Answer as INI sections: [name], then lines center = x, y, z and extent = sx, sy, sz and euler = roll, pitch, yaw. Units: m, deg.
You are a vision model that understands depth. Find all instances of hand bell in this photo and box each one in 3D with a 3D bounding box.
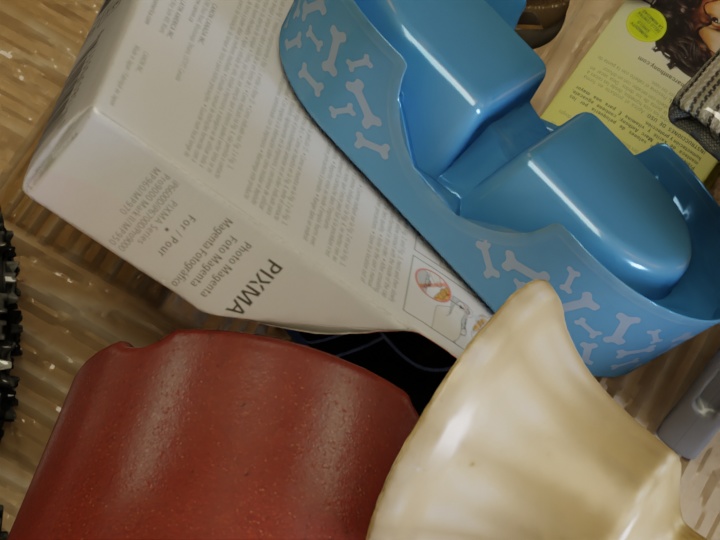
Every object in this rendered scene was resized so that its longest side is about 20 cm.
[hand bell]
center = 0.111, 0.097, 0.703
extent = 0.200, 0.104, 0.104
euler = 32, 68, 16

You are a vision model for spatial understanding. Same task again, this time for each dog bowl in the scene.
[dog bowl]
center = 0.051, -0.044, 0.830
extent = 0.200, 0.050, 0.111
euler = 46, 31, 6

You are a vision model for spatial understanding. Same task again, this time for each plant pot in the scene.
[plant pot]
center = -0.052, 0.139, 0.789
extent = 0.200, 0.201, 0.196
euler = 14, 59, 1

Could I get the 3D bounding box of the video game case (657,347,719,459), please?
[video game case]
center = 0.197, -0.030, 0.879
extent = 0.023, 0.182, 0.200
euler = 38, 69, 8

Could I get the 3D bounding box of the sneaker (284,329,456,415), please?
[sneaker]
center = 0.000, 0.000, 0.905
extent = 0.200, 0.078, 0.070
euler = 38, 69, 11

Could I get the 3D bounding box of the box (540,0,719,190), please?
[box]
center = 0.123, -0.067, 0.960
extent = 0.075, 0.050, 0.200
euler = 32, 68, 9

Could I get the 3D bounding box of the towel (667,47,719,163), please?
[towel]
center = 0.234, -0.055, 0.769
extent = 0.192, 0.035, 0.200
euler = -41, 69, -18

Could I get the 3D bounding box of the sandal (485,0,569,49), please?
[sandal]
center = -0.011, -0.098, 0.939
extent = 0.199, 0.055, 0.082
euler = 4, 31, 17

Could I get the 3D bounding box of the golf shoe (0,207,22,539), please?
[golf shoe]
center = -0.175, 0.054, 0.867
extent = 0.094, 0.078, 0.201
euler = 4, 66, -3

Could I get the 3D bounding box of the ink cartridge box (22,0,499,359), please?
[ink cartridge box]
center = -0.012, -0.030, 0.834
extent = 0.200, 0.057, 0.163
euler = 38, 31, -17
